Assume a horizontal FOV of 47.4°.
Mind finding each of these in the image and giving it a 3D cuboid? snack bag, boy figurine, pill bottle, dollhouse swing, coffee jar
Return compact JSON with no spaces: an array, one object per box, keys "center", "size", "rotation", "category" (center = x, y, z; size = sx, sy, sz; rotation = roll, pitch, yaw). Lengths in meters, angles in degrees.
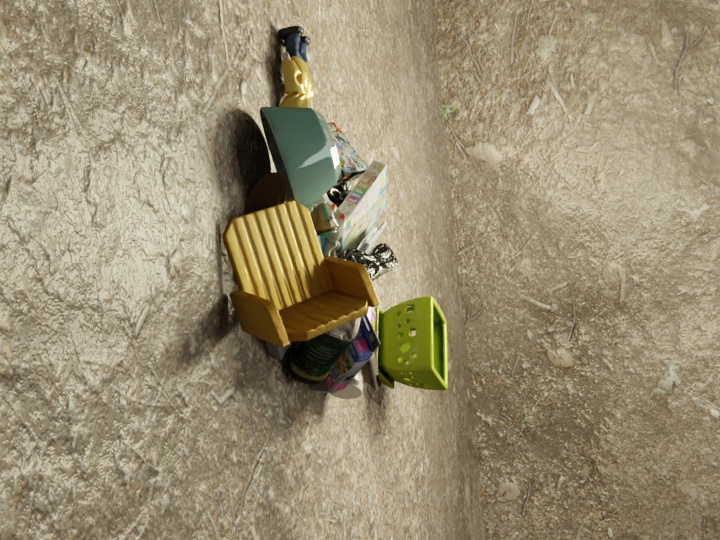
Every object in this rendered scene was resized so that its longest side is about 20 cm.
[{"center":[-0.010,-0.022,1.830],"size":[0.190,0.021,0.200],"rotation":[-57,178,24],"category":"snack bag"},{"center":[-0.130,-0.385,1.658],"size":[0.124,0.063,0.203],"rotation":[38,50,-69],"category":"boy figurine"},{"center":[-0.024,0.169,1.763],"size":[0.105,0.103,0.203],"rotation":[62,28,-52],"category":"pill bottle"},{"center":[-0.102,-0.007,1.329],"size":[0.198,0.181,0.179],"rotation":[-20,110,-33],"category":"dollhouse swing"},{"center":[-0.070,0.127,1.503],"size":[0.201,0.084,0.105],"rotation":[123,-17,-50],"category":"coffee jar"}]

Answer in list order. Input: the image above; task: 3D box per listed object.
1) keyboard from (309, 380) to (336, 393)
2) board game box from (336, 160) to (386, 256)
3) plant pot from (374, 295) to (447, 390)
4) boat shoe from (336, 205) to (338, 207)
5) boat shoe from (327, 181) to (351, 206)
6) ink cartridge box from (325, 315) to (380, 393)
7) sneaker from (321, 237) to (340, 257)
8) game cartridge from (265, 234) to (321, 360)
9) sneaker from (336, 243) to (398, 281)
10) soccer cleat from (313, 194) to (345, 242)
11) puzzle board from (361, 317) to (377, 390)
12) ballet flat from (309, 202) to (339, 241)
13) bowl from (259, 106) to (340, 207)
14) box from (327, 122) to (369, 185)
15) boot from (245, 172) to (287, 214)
[{"center":[-0.067,0.161,1.704],"size":[0.011,0.055,0.202],"rotation":[85,9,-56],"category":"keyboard"},{"center":[-0.004,-0.121,1.761],"size":[0.201,0.034,0.135],"rotation":[-56,159,-33],"category":"board game box"},{"center":[0.121,0.196,2.118],"size":[0.200,0.179,0.202],"rotation":[52,35,-61],"category":"plant pot"},{"center":[-0.067,-0.124,1.765],"size":[0.202,0.074,0.076],"rotation":[48,39,-64],"category":"boat shoe"},{"center":[-0.052,-0.175,1.844],"size":[0.199,0.067,0.075],"rotation":[43,44,-66],"category":"boat shoe"},{"center":[-0.034,0.141,1.586],"size":[0.121,0.041,0.200],"rotation":[65,-35,22],"category":"ink cartridge box"},{"center":[-0.071,0.034,1.685],"size":[0.076,0.079,0.204],"rotation":[-21,105,-72],"category":"sneaker"},{"center":[-0.117,0.047,1.473],"size":[0.130,0.038,0.202],"rotation":[78,32,-52],"category":"game cartridge"},{"center":[0.000,0.000,1.671],"size":[0.199,0.079,0.075],"rotation":[-12,65,-56],"category":"sneaker"},{"center":[-0.094,-0.145,1.639],"size":[0.201,0.069,0.078],"rotation":[59,-26,19],"category":"soccer cleat"},{"center":[0.005,0.127,1.622],"size":[0.151,0.017,0.203],"rotation":[177,-98,-81],"category":"puzzle board"},{"center":[-0.091,-0.087,1.556],"size":[0.200,0.067,0.077],"rotation":[151,-74,-68],"category":"ballet flat"},{"center":[-0.102,-0.212,1.483],"size":[0.201,0.104,0.204],"rotation":[160,-90,-81],"category":"bowl"},{"center":[-0.057,-0.259,1.795],"size":[0.137,0.040,0.200],"rotation":[51,19,1],"category":"box"},{"center":[-0.142,-0.062,1.479],"size":[0.155,0.075,0.204],"rotation":[30,58,-69],"category":"boot"}]
